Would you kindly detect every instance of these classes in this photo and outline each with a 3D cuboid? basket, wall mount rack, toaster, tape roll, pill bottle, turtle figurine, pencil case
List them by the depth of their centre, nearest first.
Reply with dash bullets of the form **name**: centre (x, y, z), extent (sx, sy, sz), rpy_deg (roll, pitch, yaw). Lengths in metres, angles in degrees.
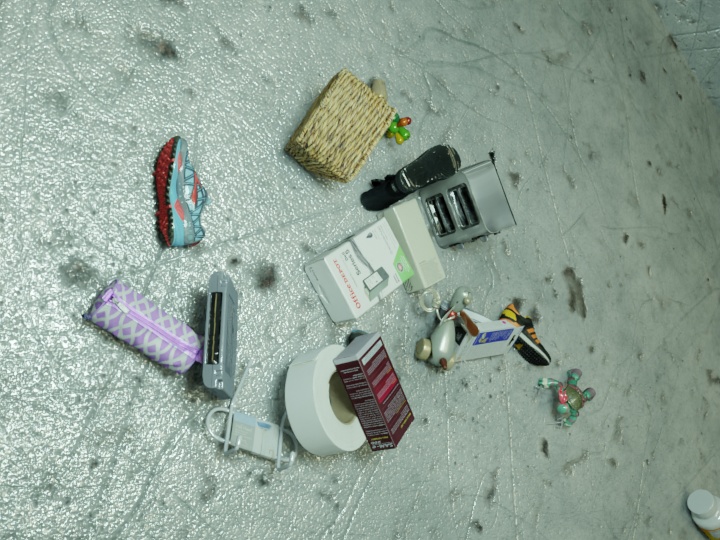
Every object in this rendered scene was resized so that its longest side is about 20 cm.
- **pencil case**: centre (-0.355, 0.095, 1.050), extent (0.199, 0.085, 0.085), rpy_deg (38, 55, -25)
- **wall mount rack**: centre (-0.177, 0.267, 1.151), extent (0.199, 0.074, 0.175), rpy_deg (28, 45, -30)
- **tape roll**: centre (-0.059, 0.247, 1.199), extent (0.202, 0.070, 0.205), rpy_deg (36, 45, -47)
- **basket**: centre (-0.047, -0.294, 1.325), extent (0.148, 0.142, 0.201), rpy_deg (34, 78, -18)
- **toaster**: centre (0.257, -0.162, 1.508), extent (0.118, 0.180, 0.202), rpy_deg (-23, 94, -36)
- **turtle figurine**: centre (0.552, 0.344, 1.666), extent (0.199, 0.100, 0.151), rpy_deg (-23, 93, -43)
- **pill bottle**: centre (1.120, 0.783, 1.972), extent (0.200, 0.111, 0.112), rpy_deg (45, 57, -20)

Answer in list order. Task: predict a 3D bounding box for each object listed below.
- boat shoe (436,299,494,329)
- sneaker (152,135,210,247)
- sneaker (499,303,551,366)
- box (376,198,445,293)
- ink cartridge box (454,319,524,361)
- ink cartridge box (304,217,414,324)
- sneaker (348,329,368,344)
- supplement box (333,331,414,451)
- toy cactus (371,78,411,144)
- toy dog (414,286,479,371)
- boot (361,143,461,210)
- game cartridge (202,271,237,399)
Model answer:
- **boat shoe**: centre (0.256, 0.128, 1.515), extent (0.199, 0.070, 0.067), rpy_deg (21, 96, -44)
- **sneaker**: centre (-0.324, -0.142, 1.147), extent (0.095, 0.079, 0.203), rpy_deg (3, 86, -46)
- **sneaker**: centre (0.440, 0.168, 1.635), extent (0.200, 0.070, 0.091), rpy_deg (40, 62, -20)
- **box**: centre (0.118, -0.057, 1.449), extent (0.082, 0.068, 0.202), rpy_deg (-23, 93, -38)
- **ink cartridge box**: centre (0.304, 0.168, 1.516), extent (0.198, 0.095, 0.037), rpy_deg (-1, 38, -33)
- **ink cartridge box**: centre (0.000, 0.000, 1.337), extent (0.199, 0.084, 0.147), rpy_deg (-36, 101, -37)
- **sneaker**: centre (0.018, 0.222, 1.306), extent (0.081, 0.073, 0.202), rpy_deg (-26, 94, -36)
- **supplement box**: centre (0.029, 0.236, 1.224), extent (0.109, 0.060, 0.202), rpy_deg (-36, 106, -58)
- **toy cactus**: centre (0.043, -0.384, 1.466), extent (0.198, 0.102, 0.167), rpy_deg (15, 60, -23)
- **toy dog**: centre (0.198, 0.142, 1.401), extent (0.130, 0.096, 0.203), rpy_deg (-1, 107, -15)
- **boot**: centre (0.111, -0.208, 1.415), extent (0.199, 0.168, 0.077), rpy_deg (-31, 97, -32)
- **game cartridge**: centre (-0.244, 0.118, 1.100), extent (0.040, 0.134, 0.203), rpy_deg (-2, 68, 2)
